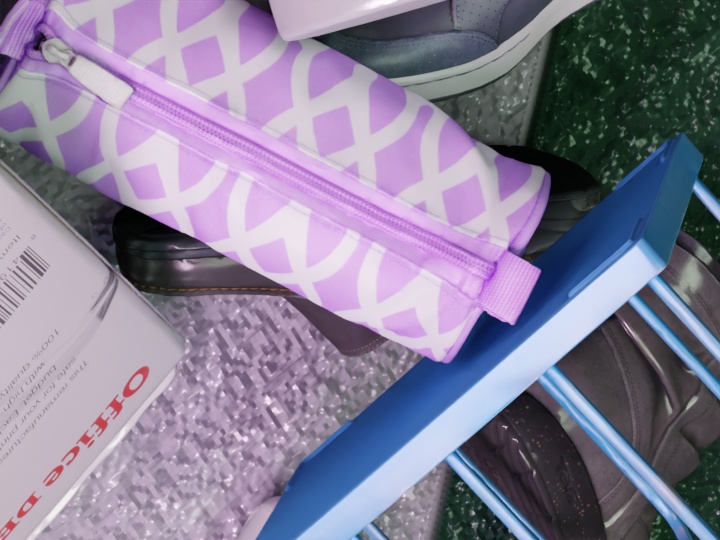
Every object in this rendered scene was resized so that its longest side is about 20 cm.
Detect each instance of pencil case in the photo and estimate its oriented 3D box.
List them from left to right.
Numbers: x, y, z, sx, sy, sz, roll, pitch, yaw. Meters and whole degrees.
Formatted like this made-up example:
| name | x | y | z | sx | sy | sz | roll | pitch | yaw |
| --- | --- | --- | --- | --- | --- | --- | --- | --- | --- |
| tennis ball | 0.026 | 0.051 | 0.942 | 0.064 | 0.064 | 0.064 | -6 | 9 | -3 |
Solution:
| name | x | y | z | sx | sy | sz | roll | pitch | yaw |
| --- | --- | --- | --- | --- | --- | --- | --- | --- | --- |
| pencil case | -0.033 | -0.043 | 1.002 | 0.199 | 0.085 | 0.084 | 26 | 87 | -3 |

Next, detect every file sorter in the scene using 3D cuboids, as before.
| name | x | y | z | sx | sy | sz | roll | pitch | yaw |
| --- | --- | --- | --- | --- | --- | --- | --- | --- | --- |
| file sorter | 0.072 | 0.075 | 1.027 | 0.200 | 0.139 | 0.123 | -42 | 95 | 20 |

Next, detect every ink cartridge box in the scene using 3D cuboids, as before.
| name | x | y | z | sx | sy | sz | roll | pitch | yaw |
| --- | --- | --- | --- | --- | --- | --- | --- | --- | --- |
| ink cartridge box | -0.157 | 0.029 | 0.962 | 0.147 | 0.083 | 0.200 | -49 | 157 | -5 |

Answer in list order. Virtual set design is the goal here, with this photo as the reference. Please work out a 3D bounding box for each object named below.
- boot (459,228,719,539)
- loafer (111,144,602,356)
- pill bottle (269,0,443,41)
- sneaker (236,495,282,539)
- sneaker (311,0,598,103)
| name | x | y | z | sx | sy | sz | roll | pitch | yaw |
| --- | --- | --- | --- | --- | --- | --- | --- | --- | --- |
| boot | 0.119 | 0.086 | 1.188 | 0.132 | 0.070 | 0.200 | -41 | 139 | -22 |
| loafer | 0.000 | 0.000 | 1.100 | 0.199 | 0.073 | 0.073 | -3 | 113 | -27 |
| pill bottle | -0.009 | -0.184 | 0.968 | 0.113 | 0.113 | 0.201 | -17 | 94 | -23 |
| sneaker | -0.073 | 0.173 | 1.119 | 0.099 | 0.078 | 0.201 | 22 | 95 | -29 |
| sneaker | 0.057 | -0.153 | 1.050 | 0.202 | 0.077 | 0.147 | -31 | 142 | -26 |
